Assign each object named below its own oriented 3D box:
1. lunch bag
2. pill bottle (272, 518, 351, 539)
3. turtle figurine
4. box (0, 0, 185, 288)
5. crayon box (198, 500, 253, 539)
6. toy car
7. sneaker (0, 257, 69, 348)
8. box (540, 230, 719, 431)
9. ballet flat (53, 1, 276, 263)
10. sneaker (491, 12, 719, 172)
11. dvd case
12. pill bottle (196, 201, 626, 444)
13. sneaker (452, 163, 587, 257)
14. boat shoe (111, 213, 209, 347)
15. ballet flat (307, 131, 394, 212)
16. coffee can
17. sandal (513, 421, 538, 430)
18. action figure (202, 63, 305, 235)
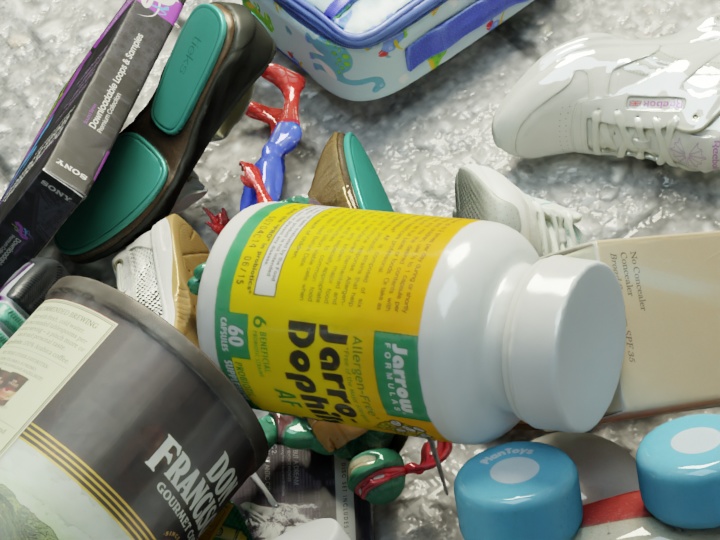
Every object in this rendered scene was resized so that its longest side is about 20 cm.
[{"bbox_3d":[0.028,-0.212,1.340,0.200,0.083,0.161,-34,55,-18],"label":"lunch bag"},{"bbox_3d":[0.008,0.224,0.948,0.112,0.112,0.200,-36,99,-15],"label":"pill bottle"},{"bbox_3d":[-0.021,0.066,1.129,0.150,0.101,0.200,-33,67,14],"label":"turtle figurine"},{"bbox_3d":[-0.184,-0.082,1.251,0.036,0.143,0.200,32,45,-15],"label":"box"},{"bbox_3d":[-0.174,0.163,1.115,0.200,0.058,0.119,16,58,24],"label":"crayon box"},{"bbox_3d":[0.133,0.142,1.045,0.176,0.185,0.200,-10,24,5],"label":"toy car"},{"bbox_3d":[-0.238,0.070,1.119,0.087,0.075,0.200,9,56,26],"label":"sneaker"},{"bbox_3d":[0.191,0.028,1.070,0.199,0.078,0.095,-7,82,-31],"label":"box"},{"bbox_3d":[-0.117,-0.079,1.264,0.200,0.068,0.068,-52,53,17],"label":"ballet flat"},{"bbox_3d":[0.182,-0.103,1.243,0.199,0.075,0.100,-15,51,1],"label":"sneaker"},{"bbox_3d":[-0.090,0.162,1.143,0.199,0.016,0.149,-9,52,7],"label":"dvd case"},{"bbox_3d":[0.027,0.027,0.996,0.199,0.113,0.113,7,55,31],"label":"pill bottle"},{"bbox_3d":[0.093,-0.021,1.138,0.080,0.200,0.071,-1,85,3],"label":"sneaker"},{"bbox_3d":[-0.122,0.055,1.200,0.069,0.071,0.200,-26,40,16],"label":"boat shoe"},{"bbox_3d":[0.000,0.000,1.223,0.072,0.068,0.200,-34,56,11],"label":"ballet flat"},{"bbox_3d":[-0.164,0.124,1.011,0.146,0.147,0.200,27,64,28],"label":"coffee can"},{"bbox_3d":[0.157,0.036,1.159,0.199,0.054,0.080,-13,52,2],"label":"sandal"},{"bbox_3d":[-0.066,-0.039,1.258,0.052,0.065,0.200,15,51,-19],"label":"action figure"}]
